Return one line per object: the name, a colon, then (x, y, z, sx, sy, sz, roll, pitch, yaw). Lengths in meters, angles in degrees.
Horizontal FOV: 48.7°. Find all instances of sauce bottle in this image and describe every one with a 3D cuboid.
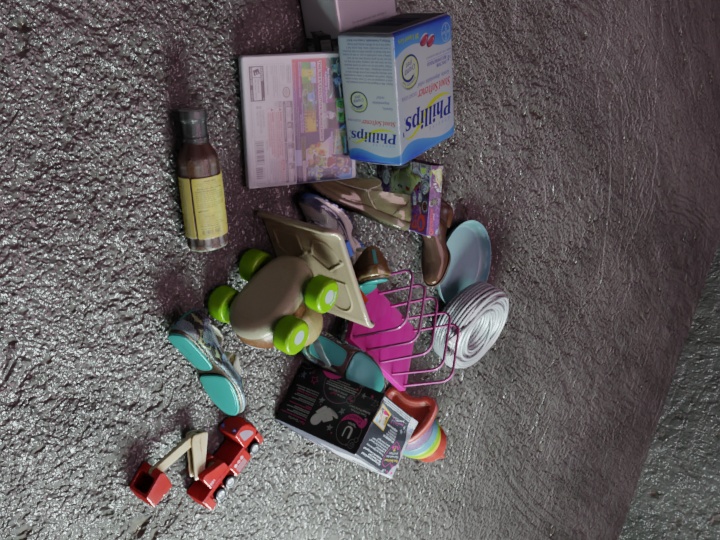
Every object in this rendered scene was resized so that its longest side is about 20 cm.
sauce bottle: (-0.229, -0.131, 1.140, 0.065, 0.064, 0.201, -22, 118, -45)

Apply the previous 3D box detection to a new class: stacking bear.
stacking bear: (0.121, 0.338, 1.654, 0.114, 0.121, 0.200, -63, 146, -19)

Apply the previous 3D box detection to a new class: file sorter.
file sorter: (0.087, 0.112, 1.488, 0.200, 0.125, 0.140, 47, 44, -39)

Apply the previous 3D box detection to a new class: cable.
cable: (0.242, 0.121, 1.732, 0.200, 0.069, 0.200, -50, 147, -11)

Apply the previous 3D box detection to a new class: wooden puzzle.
wooden puzzle: (-0.064, -0.010, 1.272, 0.046, 0.185, 0.201, -43, 130, -28)

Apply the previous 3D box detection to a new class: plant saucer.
plant saucer: (0.220, -0.012, 1.732, 0.199, 0.027, 0.202, -18, 114, -46)

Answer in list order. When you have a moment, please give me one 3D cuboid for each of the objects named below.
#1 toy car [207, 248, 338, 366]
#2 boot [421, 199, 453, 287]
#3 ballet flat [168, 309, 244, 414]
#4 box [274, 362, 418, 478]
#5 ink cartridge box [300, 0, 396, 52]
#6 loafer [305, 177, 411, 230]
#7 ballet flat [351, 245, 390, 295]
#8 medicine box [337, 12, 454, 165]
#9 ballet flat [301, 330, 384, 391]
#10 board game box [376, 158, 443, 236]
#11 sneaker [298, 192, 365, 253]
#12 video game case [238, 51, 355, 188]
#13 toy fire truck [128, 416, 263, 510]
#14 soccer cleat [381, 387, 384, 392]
toy car: (-0.118, 0.088, 1.273, 0.158, 0.164, 0.201, -53, 147, -25)
boot: (0.109, -0.078, 1.547, 0.200, 0.064, 0.188, 26, 66, -55)
ballet flat: (-0.219, 0.137, 1.215, 0.074, 0.074, 0.201, -49, 136, -29)
box: (-0.025, 0.261, 1.381, 0.132, 0.199, 0.115, 45, 68, -45)
ink cartridge box: (-0.011, -0.380, 1.313, 0.145, 0.083, 0.201, -31, 123, -40)
loafer: (0.000, -0.130, 1.349, 0.199, 0.076, 0.068, 23, 87, -15)
ballet flat: (0.000, 0.000, 1.332, 0.067, 0.200, 0.073, -6, 80, -14)
medicine box: (0.063, -0.292, 1.265, 0.182, 0.102, 0.201, -36, 128, -47)
ballet flat: (-0.037, 0.158, 1.428, 0.200, 0.074, 0.075, 41, 69, -34)
board game box: (0.081, -0.137, 1.404, 0.032, 0.200, 0.121, -7, 105, -24)
sneaker: (-0.054, -0.050, 1.363, 0.085, 0.077, 0.200, -54, 135, -19)
video game case: (-0.095, -0.235, 1.240, 0.181, 0.023, 0.201, -8, 110, -21)
toy fire truck: (-0.250, 0.297, 1.244, 0.200, 0.049, 0.141, -53, 134, -26)
soccer cleat: (0.009, 0.256, 1.514, 0.081, 0.067, 0.202, -58, 149, -70)
